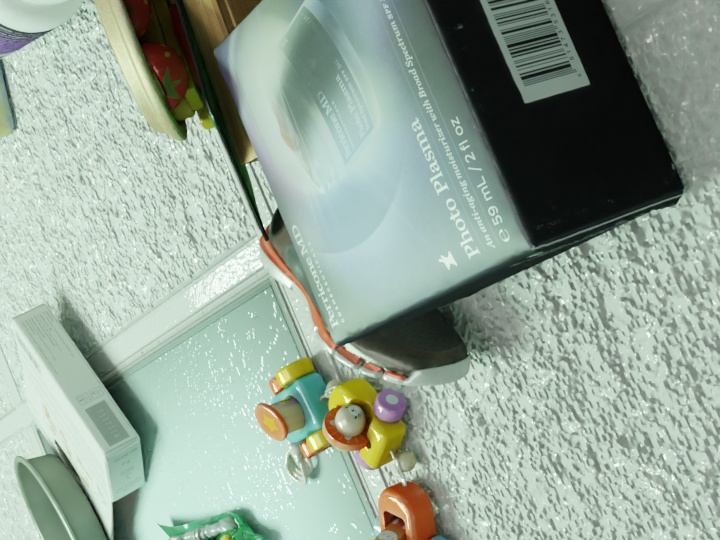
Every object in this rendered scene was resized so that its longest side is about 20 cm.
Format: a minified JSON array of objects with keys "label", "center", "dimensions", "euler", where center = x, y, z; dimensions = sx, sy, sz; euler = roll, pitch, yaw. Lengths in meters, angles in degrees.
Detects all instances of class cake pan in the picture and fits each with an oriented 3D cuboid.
[{"label":"cake pan","center":[-0.324,0.289,1.416],"dimensions":[0.200,0.037,0.201],"euler":[43,147,37]}]

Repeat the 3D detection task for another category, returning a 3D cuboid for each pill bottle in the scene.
[{"label":"pill bottle","center":[-0.300,-0.251,1.091],"dimensions":[0.200,0.111,0.112],"euler":[-7,101,54]}]

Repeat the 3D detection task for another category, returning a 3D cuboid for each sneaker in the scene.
[{"label":"sneaker","center":[0.000,0.000,0.847],"dimensions":[0.200,0.077,0.082],"euler":[39,128,35]}]

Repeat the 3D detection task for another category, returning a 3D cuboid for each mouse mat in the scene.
[{"label":"mouse mat","center":[-0.104,-0.134,0.868],"dimensions":[0.161,0.008,0.200],"euler":[73,177,-59]}]

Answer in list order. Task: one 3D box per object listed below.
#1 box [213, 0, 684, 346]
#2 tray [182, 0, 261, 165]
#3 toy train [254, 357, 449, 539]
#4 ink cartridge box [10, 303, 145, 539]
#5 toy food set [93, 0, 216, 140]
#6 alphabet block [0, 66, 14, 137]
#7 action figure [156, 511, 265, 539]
[{"label":"box","center":[0.038,-0.085,0.713],"dimensions":[0.198,0.123,0.200],"euler":[-30,81,56]},{"label":"tray","center":[-0.064,-0.177,0.821],"dimensions":[0.037,0.099,0.200],"euler":[-20,90,49]},{"label":"toy train","center":[-0.017,0.150,0.954],"dimensions":[0.200,0.056,0.151],"euler":[21,122,46]},{"label":"ink cartridge box","center":[-0.295,0.160,1.337],"dimensions":[0.200,0.045,0.176],"euler":[49,151,28]},{"label":"toy food set","center":[-0.153,-0.188,0.904],"dimensions":[0.198,0.049,0.200],"euler":[74,176,-81]},{"label":"alphabet block","center":[-0.500,-0.208,1.301],"dimensions":[0.196,0.200,0.196],"euler":[4,109,52]},{"label":"action figure","center":[-0.141,0.272,1.183],"dimensions":[0.200,0.055,0.118],"euler":[-36,74,49]}]
